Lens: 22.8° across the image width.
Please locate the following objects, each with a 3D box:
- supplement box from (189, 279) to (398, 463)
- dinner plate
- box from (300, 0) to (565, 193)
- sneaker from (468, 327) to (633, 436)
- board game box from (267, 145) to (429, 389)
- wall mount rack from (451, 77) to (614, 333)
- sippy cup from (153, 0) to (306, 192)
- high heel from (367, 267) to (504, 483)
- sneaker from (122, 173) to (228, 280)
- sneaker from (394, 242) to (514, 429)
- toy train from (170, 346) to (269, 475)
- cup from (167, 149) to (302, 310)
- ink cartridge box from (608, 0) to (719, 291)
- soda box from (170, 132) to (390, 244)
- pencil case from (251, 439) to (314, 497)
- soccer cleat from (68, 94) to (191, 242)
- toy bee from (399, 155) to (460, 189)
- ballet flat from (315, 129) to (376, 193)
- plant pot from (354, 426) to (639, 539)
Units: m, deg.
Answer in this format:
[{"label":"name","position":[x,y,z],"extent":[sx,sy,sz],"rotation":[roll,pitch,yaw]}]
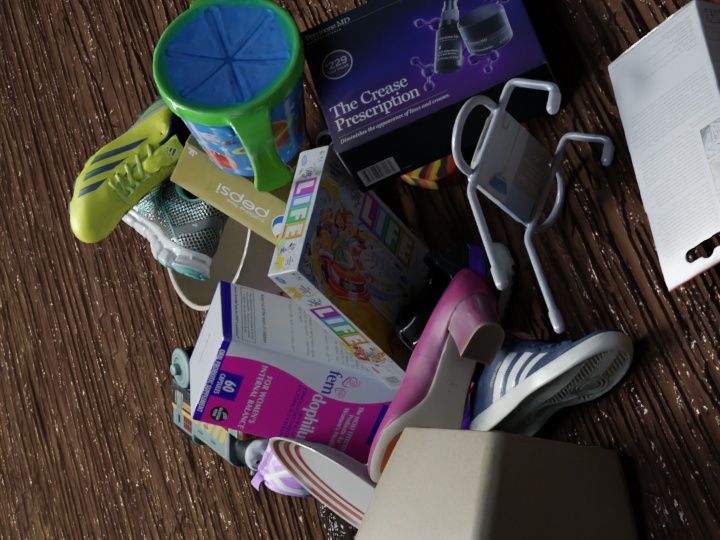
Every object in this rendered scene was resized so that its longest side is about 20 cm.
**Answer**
[{"label":"supplement box","position":[-0.055,0.099,1.712],"extent":[0.104,0.199,0.102],"rotation":[-100,28,-57]},{"label":"dinner plate","position":[0.000,0.211,1.677],"extent":[0.024,0.200,0.200],"rotation":[-54,27,-19]},{"label":"box","position":[0.061,-0.179,1.584],"extent":[0.199,0.079,0.142],"rotation":[-23,57,8]},{"label":"sneaker","position":[0.153,0.078,1.524],"extent":[0.200,0.075,0.085],"rotation":[-38,50,45]},{"label":"board game box","position":[0.000,0.000,1.622],"extent":[0.034,0.200,0.135],"rotation":[-11,51,34]},{"label":"wall mount rack","position":[0.139,-0.054,1.461],"extent":[0.074,0.200,0.175],"rotation":[13,78,35]},{"label":"sippy cup","position":[-0.107,-0.157,1.614],"extent":[0.131,0.139,0.179],"rotation":[73,-148,-58]},{"label":"high heel","position":[0.062,0.096,1.574],"extent":[0.200,0.067,0.096],"rotation":[-53,27,21]},{"label":"sneaker","position":[-0.188,-0.068,1.825],"extent":[0.200,0.077,0.092],"rotation":[41,105,47]},{"label":"sneaker","position":[0.073,0.070,1.621],"extent":[0.069,0.099,0.202],"rotation":[16,100,59]},{"label":"toy train","position":[-0.148,0.151,1.988],"extent":[0.200,0.085,0.115],"rotation":[26,121,53]},{"label":"cup","position":[-0.101,-0.057,1.867],"extent":[0.200,0.143,0.202],"rotation":[-6,83,57]},{"label":"ink cartridge box","position":[0.264,-0.095,1.385],"extent":[0.109,0.050,0.201],"rotation":[-37,58,50]},{"label":"soda box","position":[-0.077,-0.074,1.709],"extent":[0.068,0.199,0.064],"rotation":[-60,1,-39]},{"label":"pencil case","position":[-0.050,0.132,1.826],"extent":[0.084,0.085,0.201],"rotation":[32,115,57]},{"label":"soccer cleat","position":[-0.214,-0.108,1.776],"extent":[0.083,0.065,0.200],"rotation":[9,52,44]},{"label":"toy bee","position":[0.023,-0.163,1.716],"extent":[0.131,0.108,0.201],"rotation":[62,-167,-53]},{"label":"ballet flat","position":[-0.008,-0.053,1.794],"extent":[0.067,0.063,0.201],"rotation":[-41,54,48]},{"label":"plant pot","position":[0.113,0.225,1.471],"extent":[0.199,0.199,0.178],"rotation":[-5,77,57]}]
